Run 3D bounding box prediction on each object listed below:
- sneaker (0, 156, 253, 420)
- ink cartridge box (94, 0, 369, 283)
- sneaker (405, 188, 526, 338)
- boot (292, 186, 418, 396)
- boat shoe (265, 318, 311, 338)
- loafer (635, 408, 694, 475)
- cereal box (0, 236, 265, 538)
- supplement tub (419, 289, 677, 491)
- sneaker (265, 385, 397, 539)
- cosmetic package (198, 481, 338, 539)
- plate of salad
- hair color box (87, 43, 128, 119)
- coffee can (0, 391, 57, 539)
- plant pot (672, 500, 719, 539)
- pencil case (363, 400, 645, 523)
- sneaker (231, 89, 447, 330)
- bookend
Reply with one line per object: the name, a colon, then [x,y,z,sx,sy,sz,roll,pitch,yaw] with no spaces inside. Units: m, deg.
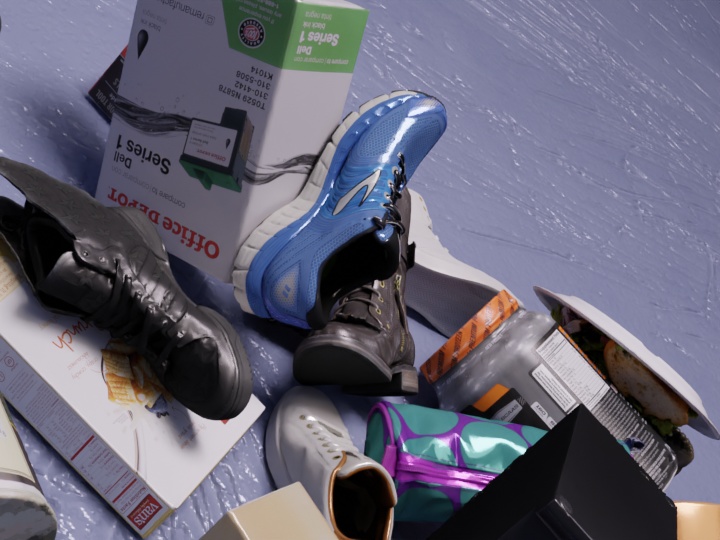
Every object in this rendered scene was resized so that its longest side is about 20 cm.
sneaker: [-0.153,0.013,0.849,0.104,0.060,0.200,3,44,-54]
ink cartridge box: [-0.094,-0.108,0.983,0.145,0.202,0.084,25,19,31]
sneaker: [0.068,-0.013,1.254,0.199,0.074,0.116,29,35,-25]
boot: [0.000,0.000,1.043,0.200,0.069,0.176,35,54,-71]
boat shoe: [-0.034,-0.018,1.121,0.066,0.074,0.200,38,29,-17]
loafer: [0.195,0.134,1.238,0.199,0.068,0.076,30,15,5]
cereal box: [-0.163,0.055,0.882,0.200,0.040,0.144,45,28,-1]
supplement tub: [0.147,0.120,1.130,0.200,0.123,0.122,48,28,6]
sneaker: [-0.010,0.137,0.933,0.072,0.085,0.201,27,28,-28]
cosmetic package: [-0.027,0.230,0.766,0.200,0.105,0.071,52,29,16]
plate of salad: [0.218,0.085,1.188,0.200,0.048,0.200,39,-2,1]
hair color box: [-0.124,-0.144,1.179,0.111,0.064,0.200,48,29,3]
coffee can: [-0.244,0.060,0.650,0.146,0.146,0.201,5,47,-51]
plant pot: [0.197,0.259,0.959,0.199,0.200,0.141,23,50,-35]
pencil case: [0.100,0.147,1.002,0.198,0.086,0.092,10,-1,-11]
sneaker: [0.004,-0.036,0.958,0.089,0.201,0.079,26,-21,29]
bookend: [0.080,0.195,0.811,0.092,0.199,0.200,47,14,2]
